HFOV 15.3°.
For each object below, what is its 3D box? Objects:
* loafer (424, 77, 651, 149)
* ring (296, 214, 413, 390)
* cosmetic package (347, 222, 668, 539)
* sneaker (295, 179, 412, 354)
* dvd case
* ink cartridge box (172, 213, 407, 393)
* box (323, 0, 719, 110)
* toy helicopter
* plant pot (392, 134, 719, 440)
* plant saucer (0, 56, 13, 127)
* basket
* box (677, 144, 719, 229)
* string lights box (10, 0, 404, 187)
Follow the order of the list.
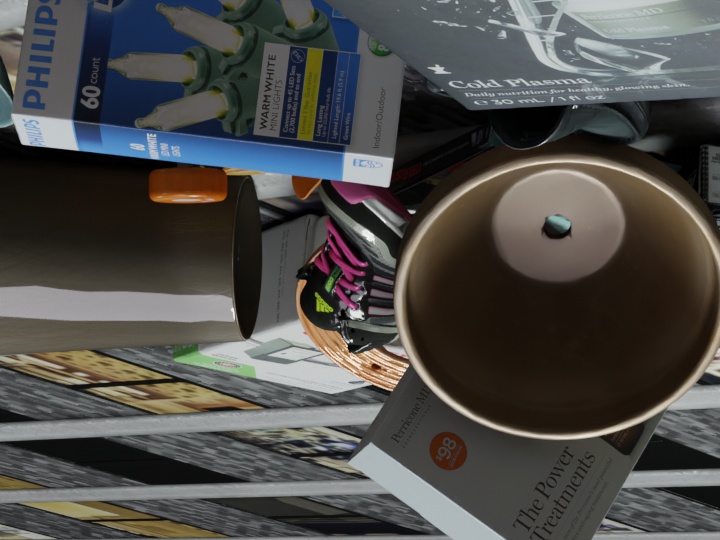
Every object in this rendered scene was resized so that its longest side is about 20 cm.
[{"bbox_3d":[0.093,-0.097,1.453,0.068,0.071,0.200,-4,163,36],"label":"loafer"},{"bbox_3d":[0.056,0.023,1.827,0.200,0.019,0.201,4,141,3],"label":"ring"},{"bbox_3d":[0.106,0.081,1.679,0.151,0.200,0.052,34,153,-2],"label":"cosmetic package"},{"bbox_3d":[0.000,0.000,1.671,0.087,0.074,0.200,-37,157,-4],"label":"sneaker"},{"bbox_3d":[0.102,-0.052,1.738,0.146,0.022,0.200,12,164,-22],"label":"dvd case"},{"bbox_3d":[-0.029,0.028,1.988,0.145,0.084,0.200,13,164,-28],"label":"ink cartridge box"},{"bbox_3d":[0.095,-0.157,1.114,0.200,0.124,0.197,-1,162,29],"label":"box"},{"bbox_3d":[-0.065,-0.079,1.650,0.132,0.079,0.200,-2,177,-4],"label":"toy helicopter"},{"bbox_3d":[0.119,-0.004,1.609,0.200,0.093,0.201,0,122,1],"label":"plant pot"},{"bbox_3d":[-0.261,-0.145,1.420,0.201,0.039,0.201,26,166,7],"label":"plant saucer"},{"bbox_3d":[-0.173,-0.009,1.823,0.199,0.136,0.180,1,160,7],"label":"basket"},{"bbox_3d":[0.276,-0.015,1.688,0.199,0.048,0.193,8,157,-11],"label":"box"},{"bbox_3d":[-0.076,-0.110,1.414,0.199,0.103,0.059,6,167,0],"label":"string lights box"}]
